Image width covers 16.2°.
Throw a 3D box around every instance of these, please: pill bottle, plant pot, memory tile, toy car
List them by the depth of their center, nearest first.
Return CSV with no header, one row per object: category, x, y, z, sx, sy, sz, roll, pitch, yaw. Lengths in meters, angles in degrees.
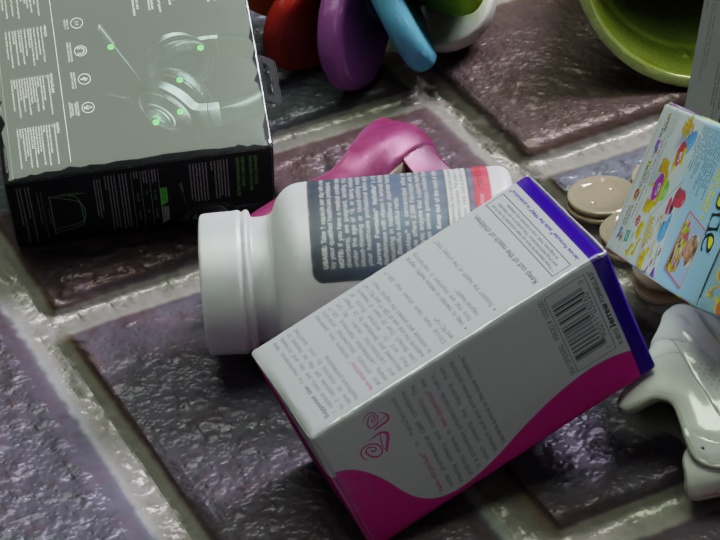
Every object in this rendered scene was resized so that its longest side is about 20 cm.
pill bottle,0.000,0.000,1.600,0.199,0.120,0.120,-4,34,0
memory tile,0.253,-0.041,1.722,0.199,0.017,0.153,-16,36,-17
toy car,-0.005,-0.210,1.902,0.199,0.175,0.151,17,74,28
plant pot,0.252,-0.264,1.922,0.199,0.201,0.190,-4,22,1

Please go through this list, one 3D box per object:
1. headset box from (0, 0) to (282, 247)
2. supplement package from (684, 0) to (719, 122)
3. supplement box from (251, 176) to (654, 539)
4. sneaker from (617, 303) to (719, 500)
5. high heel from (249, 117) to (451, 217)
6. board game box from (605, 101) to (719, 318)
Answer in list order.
headset box,-0.155,-0.125,1.767,0.199,0.093,0.175,-9,63,-5
supplement package,0.358,-0.128,1.693,0.190,0.148,0.200,-13,33,-33
supplement box,0.054,0.053,1.483,0.199,0.101,0.103,-33,38,-7
sneaker,0.237,0.106,1.474,0.200,0.078,0.099,29,70,32
high heel,-0.025,-0.057,1.725,0.199,0.068,0.096,-22,47,-32
board game box,0.238,-0.025,1.536,0.103,0.105,0.200,21,7,-12
